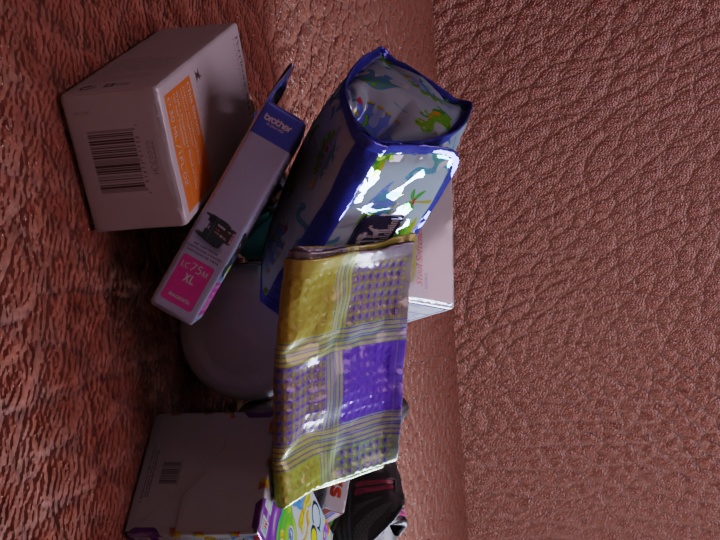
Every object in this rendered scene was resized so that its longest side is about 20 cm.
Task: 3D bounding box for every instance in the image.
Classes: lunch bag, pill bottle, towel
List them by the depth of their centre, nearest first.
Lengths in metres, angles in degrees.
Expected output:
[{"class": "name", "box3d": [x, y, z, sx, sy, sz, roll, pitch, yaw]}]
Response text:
[{"class": "towel", "box3d": [-0.011, 0.072, 0.766, 0.144, 0.023, 0.200, -6, 105, -49]}, {"class": "lunch bag", "box3d": [-0.003, -0.068, 0.820, 0.170, 0.127, 0.200, -60, 176, 29]}, {"class": "pill bottle", "box3d": [-0.078, 0.046, 0.923, 0.200, 0.116, 0.116, -20, 106, -78]}]

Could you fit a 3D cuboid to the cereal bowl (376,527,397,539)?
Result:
[{"class": "cereal bowl", "box3d": [-0.006, 0.340, 1.147, 0.200, 0.083, 0.200, -171, -90, -87]}]

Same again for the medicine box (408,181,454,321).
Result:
[{"class": "medicine box", "box3d": [0.002, -0.032, 1.107, 0.103, 0.200, 0.183, 12, 70, -35]}]

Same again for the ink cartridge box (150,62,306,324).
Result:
[{"class": "ink cartridge box", "box3d": [-0.091, -0.055, 0.769, 0.200, 0.042, 0.119, -63, -175, -3]}]

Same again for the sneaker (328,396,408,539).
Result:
[{"class": "sneaker", "box3d": [0.011, 0.214, 0.972, 0.077, 0.084, 0.200, 75, 33, -75]}]

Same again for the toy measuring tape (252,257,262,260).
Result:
[{"class": "toy measuring tape", "box3d": [-0.067, -0.043, 1.047, 0.074, 0.073, 0.200, -54, 163, -72]}]

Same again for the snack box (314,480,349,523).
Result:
[{"class": "snack box", "box3d": [-0.024, 0.144, 0.961, 0.072, 0.024, 0.200, -47, -154, 50]}]

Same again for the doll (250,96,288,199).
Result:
[{"class": "doll", "box3d": [-0.103, -0.124, 1.000, 0.200, 0.048, 0.137, 65, 2, -64]}]

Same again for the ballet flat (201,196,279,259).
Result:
[{"class": "ballet flat", "box3d": [-0.107, -0.060, 0.931, 0.200, 0.072, 0.072, 73, 16, -82]}]

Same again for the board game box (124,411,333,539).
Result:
[{"class": "board game box", "box3d": [-0.097, 0.213, 0.816, 0.200, 0.103, 0.105, 74, 17, -47]}]

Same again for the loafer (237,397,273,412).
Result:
[{"class": "loafer", "box3d": [-0.070, 0.132, 0.905, 0.070, 0.070, 0.200, 46, -13, -3]}]

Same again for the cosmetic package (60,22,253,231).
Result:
[{"class": "cosmetic package", "box3d": [-0.142, -0.114, 0.760, 0.200, 0.071, 0.102, -72, 156, -62]}]
